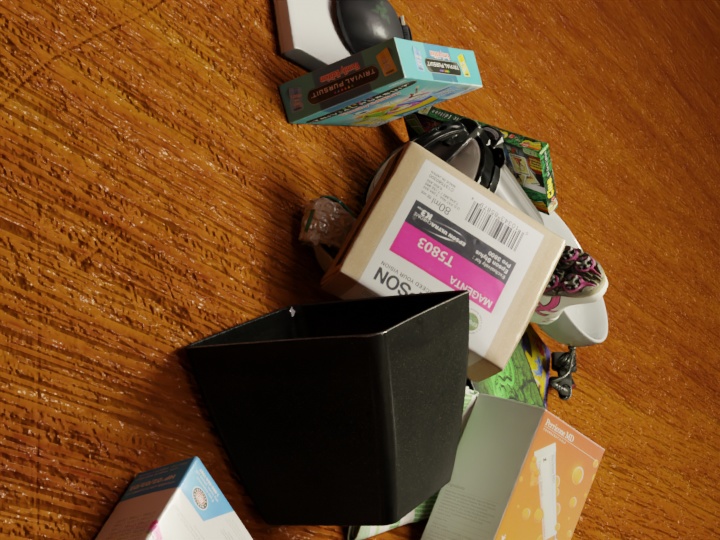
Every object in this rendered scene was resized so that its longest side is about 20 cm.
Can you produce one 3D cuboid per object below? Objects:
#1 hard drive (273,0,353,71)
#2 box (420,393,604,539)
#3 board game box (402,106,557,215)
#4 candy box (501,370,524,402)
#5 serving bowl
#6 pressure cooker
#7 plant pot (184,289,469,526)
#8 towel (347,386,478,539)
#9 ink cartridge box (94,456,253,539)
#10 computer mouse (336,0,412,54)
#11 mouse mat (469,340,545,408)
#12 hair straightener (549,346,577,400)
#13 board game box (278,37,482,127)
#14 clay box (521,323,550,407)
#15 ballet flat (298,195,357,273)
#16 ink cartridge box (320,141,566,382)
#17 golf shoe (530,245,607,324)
[{"bbox_3d":[-0.060,-0.323,1.553,0.132,0.027,0.201,18,58,-56],"label":"hard drive"},{"bbox_3d":[0.160,0.252,1.442,0.124,0.097,0.201,34,74,-40],"label":"box"},{"bbox_3d":[0.141,-0.137,1.611,0.023,0.200,0.105,-51,144,-24],"label":"board game box"},{"bbox_3d":[0.163,0.224,1.600,0.117,0.056,0.200,60,30,-19],"label":"candy box"},{"bbox_3d":[0.241,0.014,1.731,0.200,0.066,0.201,43,31,-34],"label":"serving bowl"},{"bbox_3d":[0.102,-0.067,1.532,0.200,0.178,0.176,48,40,-38],"label":"pressure cooker"},{"bbox_3d":[-0.014,0.128,1.224,0.200,0.199,0.178,-19,101,-61],"label":"plant pot"},{"bbox_3d":[0.059,0.197,1.398,0.200,0.023,0.153,1,104,-60],"label":"towel"},{"bbox_3d":[-0.157,0.252,1.015,0.115,0.068,0.200,60,30,-20],"label":"ink cartridge box"},{"bbox_3d":[0.033,-0.281,1.631,0.200,0.053,0.139,34,45,-61],"label":"computer mouse"},{"bbox_3d":[0.177,0.145,1.609,0.161,0.008,0.201,-9,76,-58],"label":"mouse mat"},{"bbox_3d":[0.265,0.123,1.775,0.200,0.041,0.077,-13,107,-77],"label":"hair straightener"},{"bbox_3d":[0.026,-0.206,1.508,0.200,0.151,0.047,-9,83,-61],"label":"board game box"},{"bbox_3d":[0.175,0.089,1.705,0.200,0.047,0.115,51,34,-34],"label":"clay box"},{"bbox_3d":[0.000,0.000,1.446,0.200,0.072,0.072,43,39,-33],"label":"ballet flat"},{"bbox_3d":[0.086,-0.008,1.375,0.200,0.075,0.165,31,70,-9],"label":"ink cartridge box"},{"bbox_3d":[0.220,0.021,1.582,0.092,0.200,0.073,50,64,-27],"label":"golf shoe"}]
